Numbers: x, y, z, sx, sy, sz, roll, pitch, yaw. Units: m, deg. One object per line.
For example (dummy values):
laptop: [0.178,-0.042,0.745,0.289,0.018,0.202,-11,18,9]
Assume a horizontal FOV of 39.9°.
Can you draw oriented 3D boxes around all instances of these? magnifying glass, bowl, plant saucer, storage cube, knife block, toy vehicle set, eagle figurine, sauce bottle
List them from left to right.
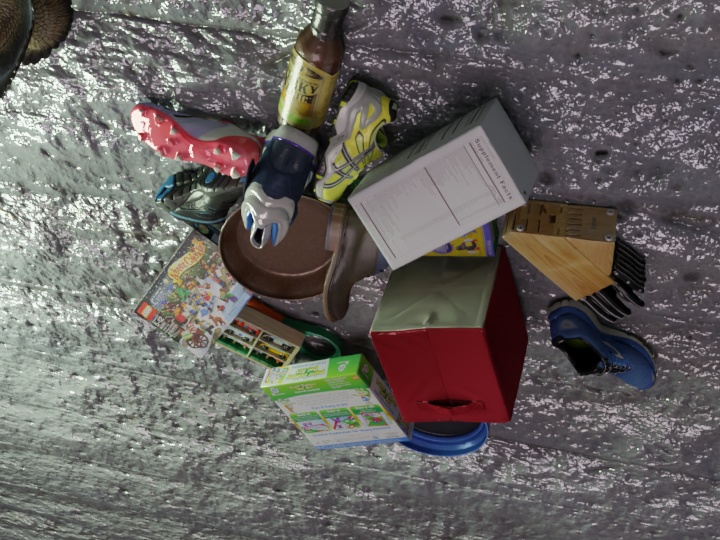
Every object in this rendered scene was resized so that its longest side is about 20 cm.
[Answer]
eagle figurine: [-0.414,-0.321,1.195,0.150,0.151,0.202,29,137,48]
toy vehicle set: [-0.200,0.099,1.656,0.198,0.027,0.124,26,148,-6]
plant saucer: [-0.102,-0.040,1.417,0.197,0.037,0.202,0,132,0]
magnifying glass: [-0.116,0.097,1.647,0.199,0.023,0.080,33,142,-14]
sauce bottle: [-0.056,-0.251,1.202,0.064,0.065,0.201,18,139,-2]
bowl: [0.128,0.252,1.723,0.198,0.040,0.202,10,139,9]
storage cube: [0.132,0.091,1.424,0.169,0.201,0.181,-3,130,23]
knife block: [0.293,-0.006,1.353,0.197,0.065,0.177,7,138,12]

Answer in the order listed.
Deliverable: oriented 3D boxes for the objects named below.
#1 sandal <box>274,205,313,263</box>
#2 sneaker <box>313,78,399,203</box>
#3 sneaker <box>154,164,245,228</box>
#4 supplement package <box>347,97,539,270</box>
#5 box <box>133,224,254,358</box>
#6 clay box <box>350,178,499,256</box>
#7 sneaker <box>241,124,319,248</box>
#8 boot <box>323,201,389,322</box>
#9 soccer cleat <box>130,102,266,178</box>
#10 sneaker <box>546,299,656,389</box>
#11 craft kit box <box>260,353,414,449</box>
sandal: [-0.106,-0.074,1.443,0.075,0.043,0.202,1,133,5]
sneaker: [-0.009,-0.153,1.288,0.075,0.076,0.201,20,141,-3]
sneaker: [-0.203,-0.112,1.413,0.198,0.074,0.082,-9,138,42]
supplement package: [0.105,-0.106,1.229,0.198,0.110,0.114,-26,105,29]
box: [-0.250,0.031,1.555,0.136,0.038,0.200,35,120,-11]
clay box: [0.085,-0.074,1.364,0.197,0.048,0.116,0,136,19]
sneaker: [-0.112,-0.099,1.269,0.080,0.148,0.200,25,175,-5]
boot: [0.000,0.000,1.375,0.095,0.075,0.202,8,131,5]
soccer cleat: [-0.219,-0.182,1.343,0.198,0.076,0.067,22,128,18]
sneaker: [0.353,0.129,1.465,0.198,0.090,0.079,30,140,-15]
craft kit box: [-0.038,0.229,1.691,0.198,0.049,0.198,-11,136,29]
